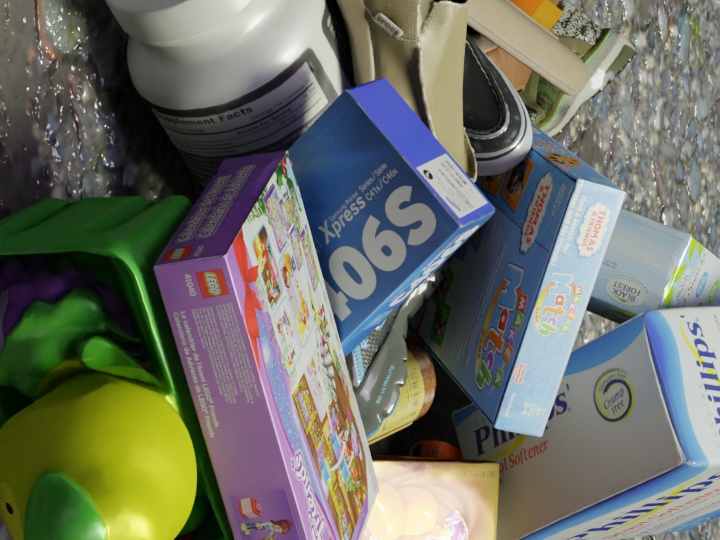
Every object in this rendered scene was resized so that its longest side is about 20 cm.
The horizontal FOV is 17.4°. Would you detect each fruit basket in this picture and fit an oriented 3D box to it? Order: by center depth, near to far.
[{"bbox_3d":[-0.134,0.081,1.128,0.216,0.155,0.216,0,90,-61],"label":"fruit basket"}]

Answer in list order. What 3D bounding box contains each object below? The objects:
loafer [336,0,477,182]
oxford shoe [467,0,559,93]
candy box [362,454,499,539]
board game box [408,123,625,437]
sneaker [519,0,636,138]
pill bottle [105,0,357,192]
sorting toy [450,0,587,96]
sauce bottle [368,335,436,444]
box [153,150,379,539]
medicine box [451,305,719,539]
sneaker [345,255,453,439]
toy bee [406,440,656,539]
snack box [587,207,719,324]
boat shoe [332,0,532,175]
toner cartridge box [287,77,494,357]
[{"bbox_3d":[0.029,-0.128,1.268,0.076,0.067,0.200,-66,139,-61],"label":"loafer"},{"bbox_3d":[0.094,-0.155,1.577,0.200,0.071,0.071,-49,128,-56],"label":"oxford shoe"},{"bbox_3d":[0.022,0.215,1.453,0.117,0.056,0.200,4,88,-31],"label":"candy box"},{"bbox_3d":[0.086,-0.007,1.401,0.037,0.200,0.151,14,103,-18],"label":"board game box"},{"bbox_3d":[0.109,-0.131,1.643,0.089,0.077,0.200,48,47,-3],"label":"sneaker"},{"bbox_3d":[-0.058,-0.104,1.289,0.200,0.116,0.116,60,43,-42],"label":"pill bottle"},{"bbox_3d":[0.045,-0.200,1.416,0.036,0.200,0.185,-48,149,10],"label":"sorting toy"},{"bbox_3d":[-0.032,0.086,1.387,0.200,0.066,0.066,-19,107,-54],"label":"sauce bottle"},{"bbox_3d":[-0.042,0.058,1.161,0.137,0.039,0.200,-66,144,-64],"label":"box"},{"bbox_3d":[0.196,0.101,1.509,0.200,0.182,0.103,-2,69,-42],"label":"medicine box"},{"bbox_3d":[0.000,0.000,1.357,0.082,0.073,0.200,31,55,-20],"label":"sneaker"},{"bbox_3d":[0.090,0.180,1.589,0.200,0.109,0.131,48,56,-17],"label":"toy bee"},{"bbox_3d":[0.158,-0.008,1.573,0.068,0.169,0.200,-66,156,-2],"label":"snack box"},{"bbox_3d":[0.023,-0.138,1.358,0.072,0.200,0.068,-38,164,-12],"label":"boat shoe"},{"bbox_3d":[-0.029,-0.001,1.246,0.095,0.200,0.043,51,31,10],"label":"toner cartridge box"}]
